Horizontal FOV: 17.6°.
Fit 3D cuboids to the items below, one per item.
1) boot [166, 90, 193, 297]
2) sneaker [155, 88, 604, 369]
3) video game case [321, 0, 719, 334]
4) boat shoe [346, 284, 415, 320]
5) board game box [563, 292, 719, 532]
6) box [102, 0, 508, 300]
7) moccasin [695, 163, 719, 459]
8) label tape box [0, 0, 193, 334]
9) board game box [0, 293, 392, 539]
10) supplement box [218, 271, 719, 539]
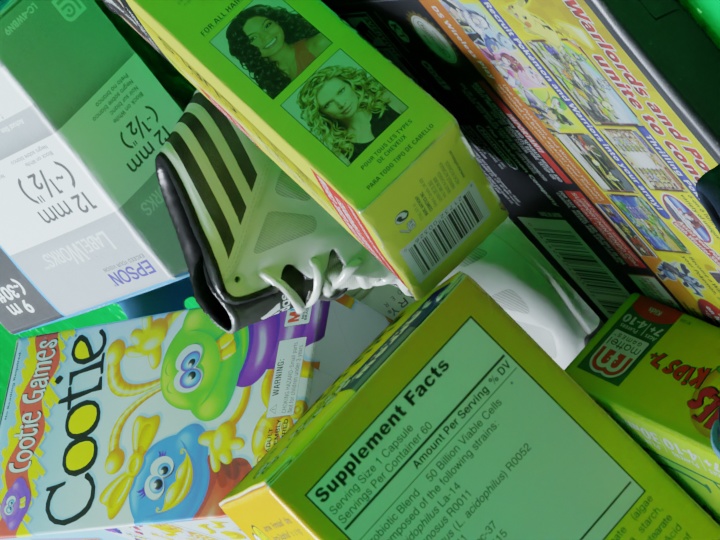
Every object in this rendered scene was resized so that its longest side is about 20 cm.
[{"bbox_3d":[-0.106,-0.066,1.111,0.200,0.073,0.156,25,158,51],"label":"boot"},{"bbox_3d":[0.000,0.000,0.956,0.200,0.116,0.076,39,165,-2],"label":"sneaker"},{"bbox_3d":[0.092,-0.036,0.811,0.200,0.026,0.181,47,164,-22],"label":"video game case"},{"bbox_3d":[-0.002,0.030,1.128,0.066,0.074,0.200,45,165,-1],"label":"boat shoe"},{"bbox_3d":[0.159,0.104,0.878,0.101,0.048,0.200,24,154,47],"label":"board game box"},{"bbox_3d":[-0.033,-0.077,0.861,0.200,0.050,0.075,43,174,31],"label":"box"},{"bbox_3d":[0.140,0.039,0.723,0.081,0.068,0.201,-124,16,-63],"label":"moccasin"},{"bbox_3d":[-0.128,-0.027,1.056,0.143,0.066,0.200,-17,114,50],"label":"label tape box"},{"bbox_3d":[-0.064,0.082,1.055,0.199,0.104,0.105,-10,152,40],"label":"board game box"},{"bbox_3d":[0.060,0.115,0.863,0.200,0.109,0.110,45,164,-2],"label":"supplement box"}]
